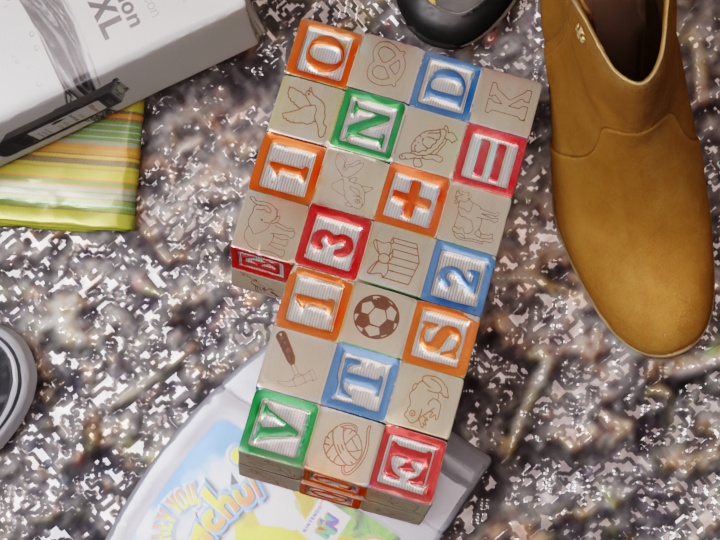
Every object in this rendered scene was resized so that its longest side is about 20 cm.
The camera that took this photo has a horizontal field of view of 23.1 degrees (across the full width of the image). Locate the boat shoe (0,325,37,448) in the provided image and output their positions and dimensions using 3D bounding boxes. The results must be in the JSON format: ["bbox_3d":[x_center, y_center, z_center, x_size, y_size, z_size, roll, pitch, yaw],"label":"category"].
[{"bbox_3d":[-0.246,0.084,0.816,0.200,0.068,0.072,-24,84,1],"label":"boat shoe"}]

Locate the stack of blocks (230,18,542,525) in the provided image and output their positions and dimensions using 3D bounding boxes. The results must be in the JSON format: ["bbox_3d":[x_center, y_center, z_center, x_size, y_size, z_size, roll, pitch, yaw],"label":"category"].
[{"bbox_3d":[0.000,0.000,0.791,0.115,0.059,0.201,15,73,1],"label":"stack of blocks"}]

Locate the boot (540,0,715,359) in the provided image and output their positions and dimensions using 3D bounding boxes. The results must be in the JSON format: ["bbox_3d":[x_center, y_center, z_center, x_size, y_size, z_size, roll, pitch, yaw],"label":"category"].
[{"bbox_3d":[0.116,-0.062,0.769,0.071,0.144,0.202,-13,84,3],"label":"boot"}]

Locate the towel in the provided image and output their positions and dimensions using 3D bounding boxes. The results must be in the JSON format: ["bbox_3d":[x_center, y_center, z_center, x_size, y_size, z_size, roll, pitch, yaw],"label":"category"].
[{"bbox_3d":[-0.143,-0.119,0.856,0.086,0.018,0.201,5,85,0],"label":"towel"}]

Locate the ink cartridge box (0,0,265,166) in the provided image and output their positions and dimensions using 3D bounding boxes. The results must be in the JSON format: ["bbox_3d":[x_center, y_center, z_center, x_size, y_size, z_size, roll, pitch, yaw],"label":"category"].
[{"bbox_3d":[-0.164,-0.135,0.806,0.200,0.083,0.146,-26,85,-1],"label":"ink cartridge box"}]

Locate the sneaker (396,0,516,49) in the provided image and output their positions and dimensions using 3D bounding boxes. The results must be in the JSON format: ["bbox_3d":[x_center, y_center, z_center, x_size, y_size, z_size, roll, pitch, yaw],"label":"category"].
[{"bbox_3d":[0.069,-0.202,0.811,0.070,0.090,0.201,26,87,5],"label":"sneaker"}]

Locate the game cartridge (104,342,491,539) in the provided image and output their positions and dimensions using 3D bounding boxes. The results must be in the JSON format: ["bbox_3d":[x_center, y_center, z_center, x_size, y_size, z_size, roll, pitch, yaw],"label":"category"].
[{"bbox_3d":[-0.047,0.135,0.816,0.133,0.040,0.200,32,87,10],"label":"game cartridge"}]
